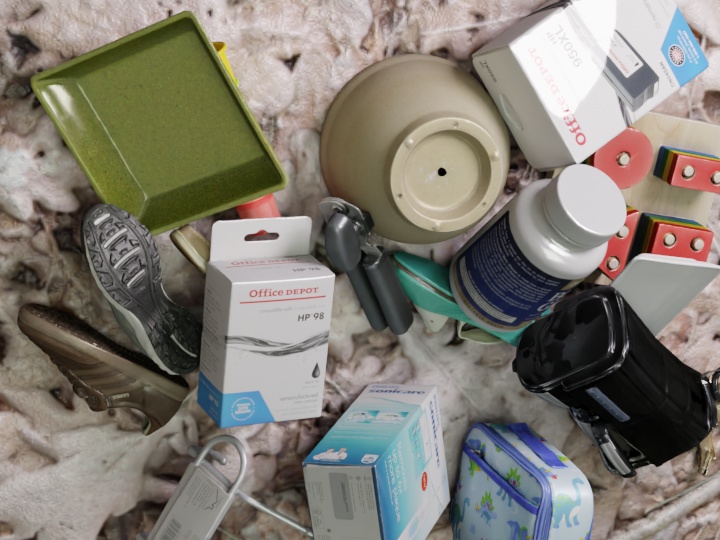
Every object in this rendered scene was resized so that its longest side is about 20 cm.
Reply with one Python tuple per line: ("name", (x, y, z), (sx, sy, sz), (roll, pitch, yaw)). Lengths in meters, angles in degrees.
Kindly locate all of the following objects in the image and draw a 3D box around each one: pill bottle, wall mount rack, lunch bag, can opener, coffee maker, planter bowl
("pill bottle", (0.184, -0.025, 1.664), (0.111, 0.111, 0.200), (18, 146, -20))
("wall mount rack", (-0.144, 0.281, 1.711), (0.075, 0.174, 0.200), (20, 103, -56))
("lunch bag", (0.174, 0.260, 1.773), (0.082, 0.200, 0.161), (3, 108, -23))
("can opener", (0.000, 0.000, 1.688), (0.066, 0.053, 0.200), (-58, 142, -27))
("coffee maker", (0.293, 0.108, 1.757), (0.192, 0.135, 0.200), (-40, 131, 8))
("planter bowl", (0.070, -0.112, 1.663), (0.200, 0.135, 0.200), (-5, 109, -14))

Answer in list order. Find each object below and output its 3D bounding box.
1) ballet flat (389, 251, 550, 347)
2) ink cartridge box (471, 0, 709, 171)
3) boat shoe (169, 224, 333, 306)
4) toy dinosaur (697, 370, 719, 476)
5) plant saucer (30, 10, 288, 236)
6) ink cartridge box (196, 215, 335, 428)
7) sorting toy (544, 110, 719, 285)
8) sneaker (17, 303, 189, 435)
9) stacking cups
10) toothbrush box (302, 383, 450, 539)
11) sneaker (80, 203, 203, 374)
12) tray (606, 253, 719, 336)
("ballet flat", (0.110, 0.042, 1.762), (0.200, 0.067, 0.070), (19, 115, -18))
("ink cartridge box", (0.237, -0.214, 1.664), (0.200, 0.084, 0.145), (-37, 103, -20))
("boat shoe", (-0.112, 0.002, 1.685), (0.200, 0.072, 0.065), (37, 90, -28))
("toy dinosaur", (0.422, 0.143, 1.892), (0.101, 0.058, 0.200), (15, 111, -34))
("plant saucer", (-0.191, -0.145, 1.592), (0.200, 0.048, 0.200), (-18, 114, 25))
("ink cartridge box", (-0.095, 0.051, 1.634), (0.116, 0.067, 0.200), (-5, 113, -26))
("sorting toy", (0.303, -0.072, 1.774), (0.199, 0.070, 0.200), (9, 105, -18))
("sneaker", (-0.275, 0.107, 1.671), (0.200, 0.070, 0.076), (30, 98, -21))
("stacking cups", (-0.127, -0.132, 1.647), (0.060, 0.061, 0.200), (-26, 115, -6))
("toothbrush box", (0.021, 0.225, 1.717), (0.085, 0.200, 0.146), (0, 109, 21))
("sneaker", (-0.234, 0.021, 1.648), (0.074, 0.079, 0.200), (-41, 119, -27))
("tray", (0.302, 0.033, 1.773), (0.107, 0.022, 0.200), (5, 149, -19))
